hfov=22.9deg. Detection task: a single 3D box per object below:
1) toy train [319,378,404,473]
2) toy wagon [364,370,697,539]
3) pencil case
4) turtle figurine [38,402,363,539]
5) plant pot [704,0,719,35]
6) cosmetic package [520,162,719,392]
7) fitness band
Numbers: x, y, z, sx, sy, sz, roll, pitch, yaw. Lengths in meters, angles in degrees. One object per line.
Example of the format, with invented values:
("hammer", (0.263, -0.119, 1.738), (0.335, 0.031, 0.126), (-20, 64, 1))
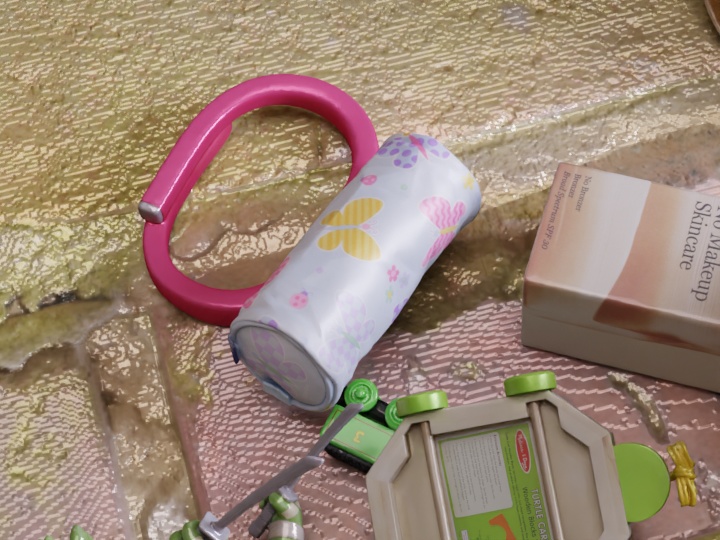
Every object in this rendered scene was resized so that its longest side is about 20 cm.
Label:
("toy train", (0.065, 0.131, 1.134), (0.200, 0.042, 0.056), (24, 73, 17))
("toy wagon", (0.106, 0.141, 1.083), (0.199, 0.040, 0.156), (-11, 83, 11))
("pencil case", (0.000, 0.000, 1.177), (0.083, 0.091, 0.200), (22, 59, 26))
("turtle figurine", (-0.090, 0.155, 1.068), (0.193, 0.201, 0.144), (-2, 30, 9))
("plant pot", (0.373, -0.239, 1.270), (0.200, 0.187, 0.187), (-21, 59, -26))
("cosmetic package", (0.213, 0.011, 1.166), (0.199, 0.087, 0.104), (12, 60, 11))
("fitness band", (-0.070, -0.053, 1.254), (0.143, 0.037, 0.200), (22, 64, 16))
